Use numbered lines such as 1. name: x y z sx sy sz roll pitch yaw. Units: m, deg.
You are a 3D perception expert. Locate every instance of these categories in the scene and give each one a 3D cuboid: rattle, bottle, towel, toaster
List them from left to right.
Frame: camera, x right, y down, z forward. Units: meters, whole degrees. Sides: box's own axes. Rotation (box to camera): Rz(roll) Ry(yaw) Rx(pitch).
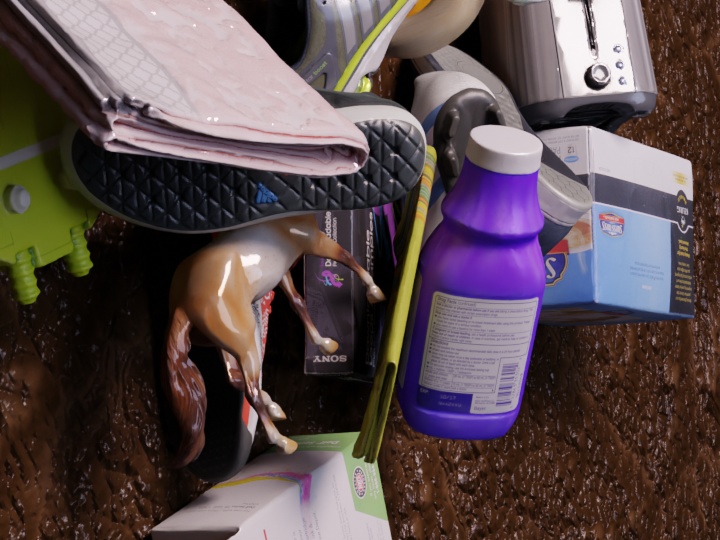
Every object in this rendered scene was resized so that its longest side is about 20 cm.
1. towel: -0.110 -0.118 0.866 0.190 0.200 0.032 4 126 -56
2. towel: 0.021 0.016 1.078 0.201 0.018 0.087 -78 178 -49
3. bottle: 0.075 0.009 1.144 0.065 0.082 0.202 -110 -154 -62
4. rattle: 0.085 -0.194 1.223 0.143 0.198 0.132 41 52 -48
5. toaster: 0.152 -0.167 1.378 0.200 0.112 0.131 148 -63 -80

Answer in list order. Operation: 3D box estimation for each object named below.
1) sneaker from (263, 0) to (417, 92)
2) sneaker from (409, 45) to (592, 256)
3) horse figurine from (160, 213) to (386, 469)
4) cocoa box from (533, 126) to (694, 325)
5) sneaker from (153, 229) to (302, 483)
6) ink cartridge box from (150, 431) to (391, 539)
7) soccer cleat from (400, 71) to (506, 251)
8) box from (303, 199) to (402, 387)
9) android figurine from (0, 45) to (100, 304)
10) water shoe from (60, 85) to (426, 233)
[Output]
1. sneaker: -0.010 -0.184 1.146 0.081 0.074 0.202 26 87 -46
2. sneaker: 0.064 -0.061 1.298 0.076 0.147 0.203 7 39 -42
3. horse figurine: -0.059 0.015 0.988 0.133 0.050 0.201 55 44 -22
4. cocoa box: 0.164 -0.028 1.393 0.199 0.132 0.133 8 80 -58
5. sneaker: -0.069 0.018 1.070 0.107 0.067 0.204 -8 91 -56
6. ink cartridge box: -0.056 0.184 1.067 0.200 0.067 0.119 -28 110 -57
7. soccer cleat: 0.059 -0.038 1.210 0.069 0.086 0.202 -4 113 -21
8. box: 0.000 0.000 1.155 0.200 0.036 0.145 22 67 -76
9. android figurine: -0.185 -0.085 0.921 0.182 0.041 0.202 -29 109 -56
10. water shoe: -0.065 -0.064 0.968 0.198 0.079 0.072 1 111 -18
